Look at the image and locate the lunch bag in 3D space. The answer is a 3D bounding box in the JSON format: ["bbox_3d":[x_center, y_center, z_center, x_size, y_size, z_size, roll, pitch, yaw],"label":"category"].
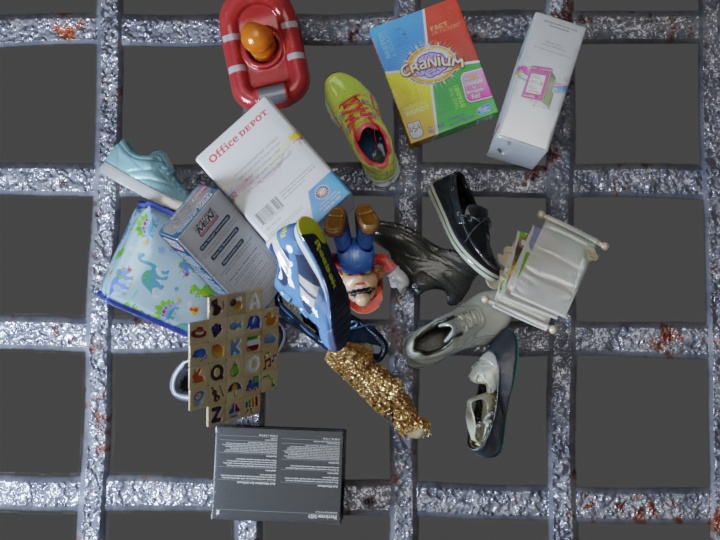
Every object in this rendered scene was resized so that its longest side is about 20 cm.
[{"bbox_3d":[-0.284,0.006,1.530,0.199,0.127,0.171,25,86,-21],"label":"lunch bag"}]

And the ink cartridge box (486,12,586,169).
[{"bbox_3d":[0.268,-0.271,1.516,0.084,0.145,0.202,19,86,3],"label":"ink cartridge box"}]

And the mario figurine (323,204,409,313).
[{"bbox_3d":[0.000,0.000,1.484,0.123,0.201,0.106,22,57,26],"label":"mario figurine"}]

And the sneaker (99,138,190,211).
[{"bbox_3d":[-0.318,-0.148,1.571,0.199,0.074,0.083,28,89,4],"label":"sneaker"}]

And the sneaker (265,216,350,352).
[{"bbox_3d":[-0.073,0.024,1.422,0.082,0.074,0.202,-16,99,24],"label":"sneaker"}]

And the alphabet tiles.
[{"bbox_3d":[-0.190,0.131,1.481,0.006,0.165,0.202,16,109,45],"label":"alphabet tiles"}]

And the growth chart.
[{"bbox_3d":[0.283,-0.001,1.526,0.144,0.018,0.201,31,68,7],"label":"growth chart"}]

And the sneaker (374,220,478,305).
[{"bbox_3d":[0.086,-0.013,1.540,0.199,0.076,0.091,27,93,7],"label":"sneaker"}]

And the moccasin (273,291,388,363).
[{"bbox_3d":[-0.051,0.092,1.535,0.198,0.068,0.081,24,86,4],"label":"moccasin"}]

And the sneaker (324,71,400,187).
[{"bbox_3d":[0.004,-0.233,1.554,0.078,0.090,0.201,-31,82,1],"label":"sneaker"}]

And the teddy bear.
[{"bbox_3d":[0.036,0.178,1.479,0.067,0.145,0.200,-45,69,-4],"label":"teddy bear"}]

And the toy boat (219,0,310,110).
[{"bbox_3d":[-0.157,-0.359,1.554,0.129,0.131,0.202,-13,84,1],"label":"toy boat"}]

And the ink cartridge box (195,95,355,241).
[{"bbox_3d":[-0.127,-0.135,1.522,0.147,0.146,0.200,-41,85,-1],"label":"ink cartridge box"}]

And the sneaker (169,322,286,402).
[{"bbox_3d":[-0.206,0.142,1.519,0.199,0.109,0.070,-32,84,-1],"label":"sneaker"}]

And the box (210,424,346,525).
[{"bbox_3d":[-0.123,0.312,1.514,0.198,0.079,0.143,2,82,3],"label":"box"}]

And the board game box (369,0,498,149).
[{"bbox_3d":[0.117,-0.317,1.581,0.152,0.040,0.202,-20,84,1],"label":"board game box"}]

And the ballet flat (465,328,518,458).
[{"bbox_3d":[0.196,0.188,1.503,0.072,0.073,0.202,8,93,4],"label":"ballet flat"}]

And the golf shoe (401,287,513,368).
[{"bbox_3d":[0.158,0.090,1.512,0.199,0.097,0.079,-31,82,-2],"label":"golf shoe"}]

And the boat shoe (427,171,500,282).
[{"bbox_3d":[0.168,-0.071,1.511,0.062,0.074,0.201,-37,57,22],"label":"boat shoe"}]

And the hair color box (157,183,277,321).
[{"bbox_3d":[-0.200,-0.025,1.478,0.060,0.200,0.100,18,64,47],"label":"hair color box"}]
